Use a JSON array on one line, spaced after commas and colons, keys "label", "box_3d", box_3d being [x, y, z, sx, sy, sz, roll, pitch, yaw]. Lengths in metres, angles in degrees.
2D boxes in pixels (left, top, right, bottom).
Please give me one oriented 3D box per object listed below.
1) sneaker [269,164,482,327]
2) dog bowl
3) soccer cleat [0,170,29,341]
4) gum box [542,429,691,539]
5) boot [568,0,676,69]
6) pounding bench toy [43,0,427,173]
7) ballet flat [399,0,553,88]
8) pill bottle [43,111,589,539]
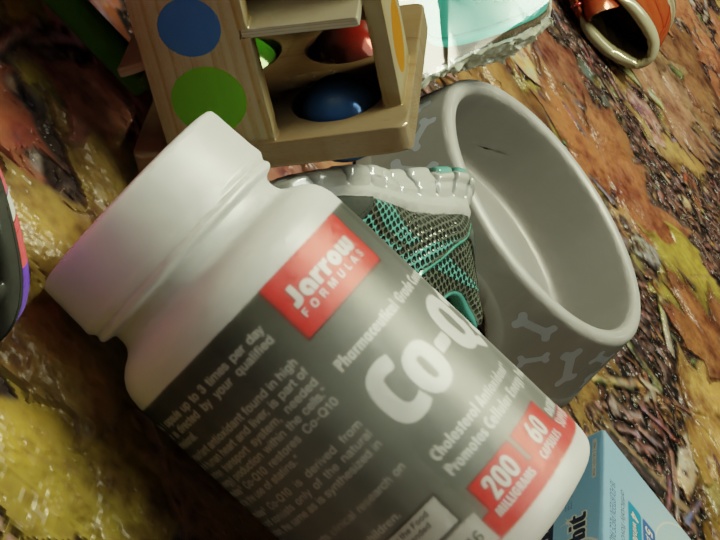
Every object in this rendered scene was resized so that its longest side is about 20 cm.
[{"label": "sneaker", "box_3d": [0.000, 0.000, 0.825, 0.200, 0.078, 0.091, -5, 78, -51]}, {"label": "dog bowl", "box_3d": [0.085, -0.021, 0.998, 0.200, 0.059, 0.200, 38, 32, -30]}, {"label": "soccer cleat", "box_3d": [-0.162, -0.062, 0.638, 0.200, 0.068, 0.073, 60, 23, 13]}, {"label": "gum box", "box_3d": [0.156, 0.204, 0.857, 0.200, 0.045, 0.170, 51, 25, -20]}, {"label": "boot", "box_3d": [0.183, -0.251, 1.401, 0.200, 0.075, 0.107, 48, 33, -16]}, {"label": "pounding bench toy", "box_3d": [-0.080, -0.124, 0.788, 0.124, 0.200, 0.156, -81, 162, -56]}, {"label": "ballet flat", "box_3d": [0.019, -0.120, 0.967, 0.200, 0.072, 0.072, -16, 70, -28]}, {"label": "pill bottle", "box_3d": [-0.018, 0.040, 0.685, 0.200, 0.114, 0.114, 43, 28, -3]}]
